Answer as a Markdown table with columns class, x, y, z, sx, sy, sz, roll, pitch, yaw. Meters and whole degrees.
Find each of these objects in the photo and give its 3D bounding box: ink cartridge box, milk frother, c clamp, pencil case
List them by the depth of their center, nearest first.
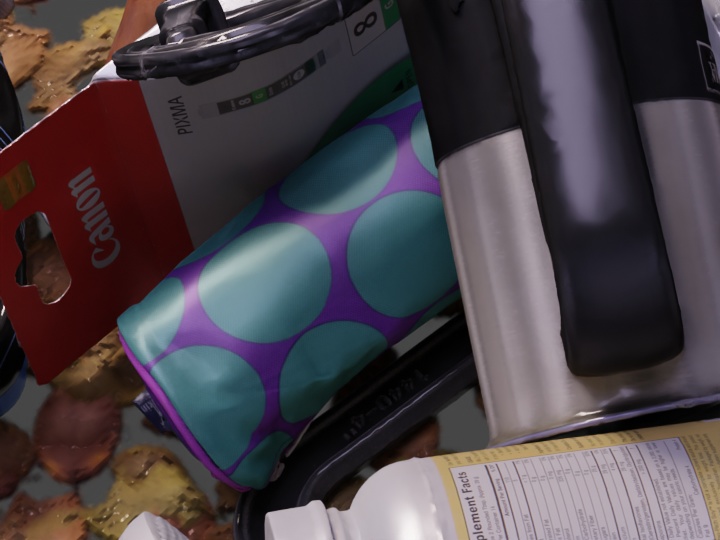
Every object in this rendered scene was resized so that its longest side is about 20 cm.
| class | x | y | z | sx | sy | sz | roll | pitch | yaw |
| --- | --- | --- | --- | --- | --- | --- | --- | --- | --- |
| milk frother | 0.033 | -0.026 | 1.070 | 0.200 | 0.180 | 0.188 | -15 | 81 | 21 |
| c clamp | 0.040 | 0.099 | 1.150 | 0.200 | 0.027 | 0.171 | -41 | 49 | -14 |
| pencil case | 0.000 | 0.000 | 1.175 | 0.200 | 0.092 | 0.085 | -38 | 21 | -10 |
| ink cartridge box | -0.055 | -0.040 | 1.187 | 0.200 | 0.161 | 0.050 | -41 | 62 | -16 |

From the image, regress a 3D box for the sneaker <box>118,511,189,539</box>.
| class | x | y | z | sx | sy | sz | roll | pitch | yaw |
| --- | --- | --- | --- | --- | --- | --- | --- | --- | --- |
| sneaker | -0.072 | 0.174 | 1.091 | 0.082 | 0.074 | 0.200 | -34 | 41 | 9 |

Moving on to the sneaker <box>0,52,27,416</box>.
| class | x | y | z | sx | sy | sz | roll | pitch | yaw |
| --- | --- | --- | --- | --- | --- | --- | --- | --- | --- |
| sneaker | -0.172 | -0.039 | 1.242 | 0.070 | 0.078 | 0.200 | -10 | 69 | -7 |

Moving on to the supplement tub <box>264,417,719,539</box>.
| class | x | y | z | sx | sy | sz | roll | pitch | yaw |
| --- | --- | --- | --- | --- | --- | --- | --- | --- | --- |
| supplement tub | 0.074 | 0.130 | 1.016 | 0.200 | 0.145 | 0.146 | -8 | 51 | -5 |

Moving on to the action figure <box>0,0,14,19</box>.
| class | x | y | z | sx | sy | sz | roll | pitch | yaw |
| --- | --- | --- | --- | --- | --- | --- | --- | --- | --- |
| action figure | -0.281 | -0.089 | 1.330 | 0.200 | 0.105 | 0.194 | 23 | 52 | 25 |

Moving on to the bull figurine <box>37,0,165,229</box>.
| class | x | y | z | sx | sy | sz | roll | pitch | yaw |
| --- | --- | --- | --- | --- | --- | --- | --- | --- | --- |
| bull figurine | -0.074 | -0.092 | 1.252 | 0.065 | 0.200 | 0.121 | 34 | 46 | -5 |

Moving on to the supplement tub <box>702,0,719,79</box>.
| class | x | y | z | sx | sy | sz | roll | pitch | yaw |
| --- | --- | --- | --- | --- | --- | --- | --- | --- | --- |
| supplement tub | 0.224 | -0.112 | 1.165 | 0.200 | 0.145 | 0.145 | -32 | 51 | 8 |
